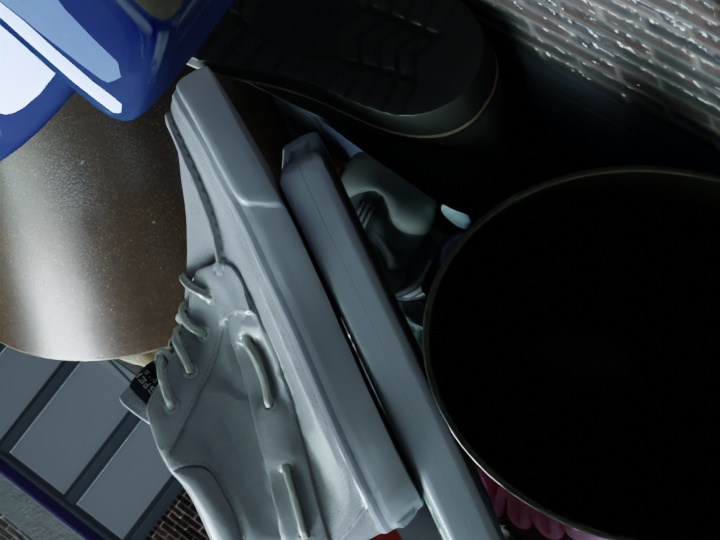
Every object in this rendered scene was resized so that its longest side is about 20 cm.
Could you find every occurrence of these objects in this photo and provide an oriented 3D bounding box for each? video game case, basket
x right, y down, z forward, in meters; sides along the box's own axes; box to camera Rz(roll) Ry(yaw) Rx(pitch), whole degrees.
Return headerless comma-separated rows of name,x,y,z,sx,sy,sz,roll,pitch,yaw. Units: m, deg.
video game case,0.015,0.039,0.872,0.182,0.022,0.201,-101,-14,-82
basket,0.101,0.035,0.823,0.179,0.137,0.200,9,177,-5

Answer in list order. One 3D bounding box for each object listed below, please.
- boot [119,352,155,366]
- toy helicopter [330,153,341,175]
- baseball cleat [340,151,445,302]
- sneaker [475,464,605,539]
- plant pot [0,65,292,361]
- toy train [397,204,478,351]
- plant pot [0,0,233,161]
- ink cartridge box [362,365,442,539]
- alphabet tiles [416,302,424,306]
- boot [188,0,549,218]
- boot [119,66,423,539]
boot,-0.097,0.030,1.241,0.199,0.073,0.155,8,-179,28
toy helicopter,-0.107,-0.019,1.094,0.131,0.200,0.079,21,119,23
baseball cleat,0.000,0.000,1.064,0.069,0.107,0.200,29,169,14
sneaker,0.081,0.134,1.118,0.199,0.079,0.096,18,137,44
plant pot,-0.131,-0.093,0.969,0.186,0.187,0.201,28,143,41
toy train,0.081,0.033,1.022,0.113,0.086,0.200,26,167,12
plant pot,-0.100,-0.158,0.532,0.200,0.201,0.179,43,161,-26
ink cartridge box,0.038,0.138,0.965,0.163,0.050,0.200,61,-177,-19
alphabet tiles,0.012,0.007,1.257,0.200,0.006,0.166,43,177,-25
boot,-0.016,-0.085,0.870,0.199,0.078,0.138,33,173,29
boot,-0.057,0.027,0.804,0.074,0.095,0.201,25,-140,-88
